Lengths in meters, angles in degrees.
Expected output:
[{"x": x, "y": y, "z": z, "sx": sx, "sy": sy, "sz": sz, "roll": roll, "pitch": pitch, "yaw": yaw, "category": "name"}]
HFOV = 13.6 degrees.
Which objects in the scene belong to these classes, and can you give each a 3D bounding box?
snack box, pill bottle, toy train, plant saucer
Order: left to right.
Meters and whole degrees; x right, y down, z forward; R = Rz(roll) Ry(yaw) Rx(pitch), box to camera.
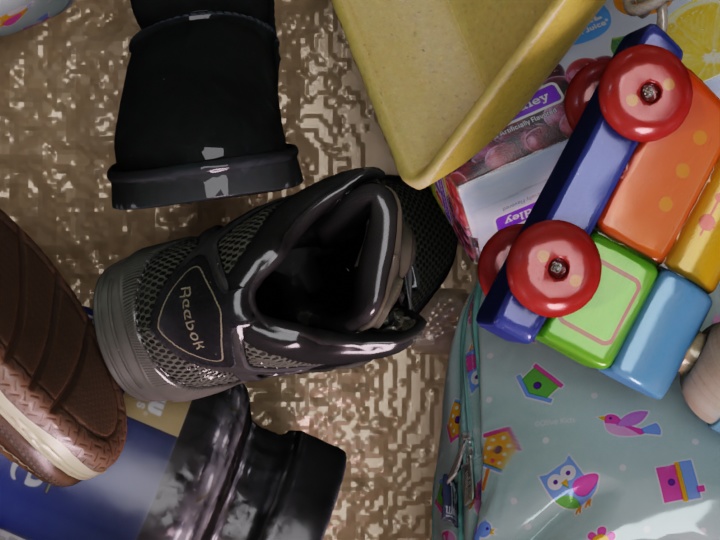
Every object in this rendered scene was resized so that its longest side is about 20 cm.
[{"x": -0.112, "y": 0.072, "z": 1.186, "sx": 0.199, "sy": 0.112, "sz": 0.112, "roll": 22, "pitch": 87, "yaw": -5, "category": "pill bottle"}, {"x": 0.058, "y": -0.162, "z": 1.135, "sx": 0.048, "sy": 0.200, "sz": 0.201, "roll": 9, "pitch": 44, "yaw": -33, "category": "plant saucer"}, {"x": 0.106, "y": -0.102, "z": 1.203, "sx": 0.199, "sy": 0.053, "sz": 0.143, "roll": -23, "pitch": 48, "yaw": -6, "category": "snack box"}, {"x": 0.133, "y": -0.046, "z": 1.098, "sx": 0.115, "sy": 0.085, "sz": 0.201, "roll": 29, "pitch": 87, "yaw": -6, "category": "toy train"}]

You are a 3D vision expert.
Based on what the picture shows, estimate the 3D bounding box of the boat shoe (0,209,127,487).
[{"x": -0.170, "y": 0.003, "z": 1.105, "sx": 0.075, "sy": 0.075, "sz": 0.203, "roll": -33, "pitch": 100, "yaw": 27, "category": "boat shoe"}]

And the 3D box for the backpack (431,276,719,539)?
[{"x": 0.102, "y": 0.077, "z": 1.176, "sx": 0.166, "sy": 0.127, "sz": 0.201, "roll": 1, "pitch": 57, "yaw": -4, "category": "backpack"}]

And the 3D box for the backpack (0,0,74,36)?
[{"x": -0.202, "y": -0.154, "z": 1.149, "sx": 0.199, "sy": 0.176, "sz": 0.154, "roll": -7, "pitch": 86, "yaw": -2, "category": "backpack"}]

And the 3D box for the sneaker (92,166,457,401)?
[{"x": 0.000, "y": 0.000, "z": 1.156, "sx": 0.114, "sy": 0.199, "sz": 0.077, "roll": -12, "pitch": 91, "yaw": 36, "category": "sneaker"}]

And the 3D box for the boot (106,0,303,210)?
[{"x": -0.065, "y": -0.112, "z": 1.154, "sx": 0.073, "sy": 0.198, "sz": 0.163, "roll": -6, "pitch": 98, "yaw": 1, "category": "boot"}]
